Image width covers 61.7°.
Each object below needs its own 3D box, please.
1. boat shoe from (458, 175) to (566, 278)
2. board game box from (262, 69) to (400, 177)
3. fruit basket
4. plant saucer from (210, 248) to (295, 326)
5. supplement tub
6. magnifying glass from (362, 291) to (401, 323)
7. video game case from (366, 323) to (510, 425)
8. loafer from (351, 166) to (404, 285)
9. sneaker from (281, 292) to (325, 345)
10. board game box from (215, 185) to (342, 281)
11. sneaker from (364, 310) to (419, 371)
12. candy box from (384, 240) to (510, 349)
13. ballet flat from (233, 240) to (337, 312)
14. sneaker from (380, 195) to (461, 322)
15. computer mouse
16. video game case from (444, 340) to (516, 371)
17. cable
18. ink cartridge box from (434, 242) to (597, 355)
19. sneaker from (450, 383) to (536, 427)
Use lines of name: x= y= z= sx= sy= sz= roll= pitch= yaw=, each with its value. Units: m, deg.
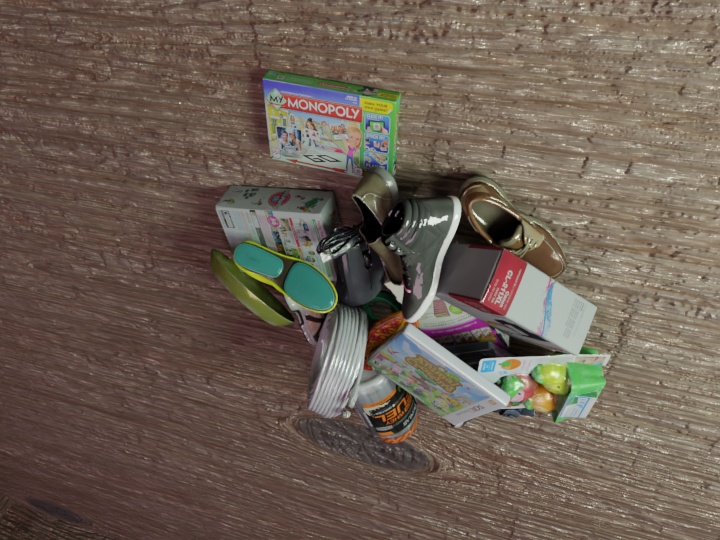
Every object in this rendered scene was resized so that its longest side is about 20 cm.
boat shoe: x=0.217 y=-0.049 z=0.864 sx=0.199 sy=0.072 sz=0.076 roll=36 pitch=117 yaw=-12
board game box: x=-0.043 y=-0.209 z=0.883 sx=0.197 sy=0.029 sz=0.136 roll=13 pitch=136 yaw=12
fruit basket: x=0.282 y=0.189 z=0.972 sx=0.197 sy=0.095 sz=0.186 roll=-7 pitch=143 yaw=-3
plant saucer: x=-0.202 y=0.038 z=1.095 sx=0.200 sy=0.031 sz=0.200 roll=42 pitch=180 yaw=0
supplement tub: x=0.041 y=0.250 z=1.213 sx=0.121 sy=0.123 sz=0.201 roll=-4 pitch=133 yaw=27
magnifying glass: x=0.064 y=0.119 z=1.152 sx=0.079 sy=0.023 sz=0.201 roll=-4 pitch=131 yaw=31
video game case: x=0.120 y=0.178 z=0.997 sx=0.199 sy=0.022 sz=0.182 roll=36 pitch=150 yaw=-2
loafer: x=0.031 y=-0.055 z=0.910 sx=0.075 sy=0.069 sz=0.202 roll=21 pitch=139 yaw=50
sneaker: x=-0.088 y=0.070 z=1.139 sx=0.079 sy=0.074 sz=0.201 roll=-23 pitch=141 yaw=-2
board game box: x=-0.132 y=-0.063 z=1.038 sx=0.197 sy=0.065 sz=0.149 roll=7 pitch=135 yaw=21
sneaker: x=0.040 y=0.110 z=1.079 sx=0.072 sy=0.078 sz=0.200 roll=28 pitch=143 yaw=-15
candy box: x=0.152 y=0.056 z=1.023 sx=0.135 sy=0.061 sz=0.201 roll=-17 pitch=123 yaw=38
ballet flat: x=-0.121 y=0.009 z=1.008 sx=0.198 sy=0.067 sz=0.067 roll=27 pitch=176 yaw=11
sneaker: x=0.066 y=-0.019 z=0.865 sx=0.098 sy=0.071 sz=0.202 roll=7 pitch=116 yaw=-19
computer mouse: x=0.000 y=0.000 z=1.002 sx=0.053 sy=0.138 sz=0.201 roll=46 pitch=156 yaw=31
video game case: x=0.203 y=0.164 z=1.068 sx=0.141 sy=0.019 sz=0.199 roll=-14 pitch=153 yaw=33
cable: x=-0.044 y=0.160 z=1.073 sx=0.068 sy=0.203 sz=0.200 roll=16 pitch=161 yaw=-10
ink cartridge box: x=0.220 y=0.041 z=0.886 sx=0.198 sy=0.084 sz=0.145 roll=28 pitch=172 yaw=-24
sneaker: x=0.250 y=0.252 z=1.140 sx=0.144 sy=0.078 sz=0.203 roll=5 pitch=152 yaw=-6
